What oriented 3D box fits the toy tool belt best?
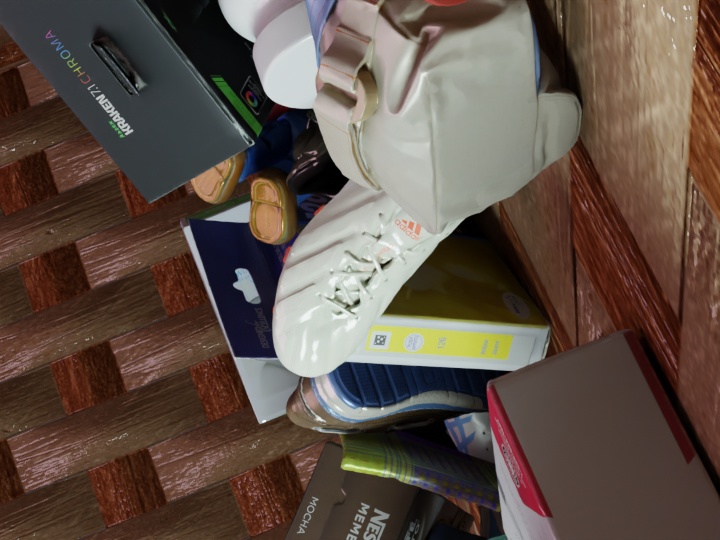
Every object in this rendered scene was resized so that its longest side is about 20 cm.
[{"bbox_3d":[0.021,-0.118,0.778,0.123,0.124,0.200,56,169,33],"label":"toy tool belt"}]

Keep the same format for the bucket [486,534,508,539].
[{"bbox_3d":[0.109,0.265,1.062,0.135,0.206,0.208,98,152,-60],"label":"bucket"}]

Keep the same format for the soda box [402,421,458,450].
[{"bbox_3d":[0.047,0.057,1.383,0.063,0.070,0.202,-116,19,-70],"label":"soda box"}]

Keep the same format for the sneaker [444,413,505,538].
[{"bbox_3d":[0.116,0.151,1.357,0.072,0.072,0.201,9,121,53],"label":"sneaker"}]

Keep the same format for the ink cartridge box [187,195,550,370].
[{"bbox_3d":[0.000,0.000,1.161,0.198,0.199,0.047,-118,39,-59],"label":"ink cartridge box"}]

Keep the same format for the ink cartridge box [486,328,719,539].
[{"bbox_3d":[0.132,0.145,0.909,0.200,0.083,0.146,75,172,-61],"label":"ink cartridge box"}]

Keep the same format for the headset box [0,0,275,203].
[{"bbox_3d":[-0.127,-0.168,1.100,0.174,0.092,0.200,52,-148,-21],"label":"headset box"}]

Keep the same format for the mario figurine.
[{"bbox_3d":[-0.023,-0.071,1.195,0.106,0.200,0.124,-25,94,45],"label":"mario figurine"}]

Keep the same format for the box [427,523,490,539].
[{"bbox_3d":[0.082,0.298,1.221,0.148,0.200,0.107,12,140,30],"label":"box"}]

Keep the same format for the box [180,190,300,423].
[{"bbox_3d":[-0.028,0.004,1.473,0.097,0.199,0.178,-143,32,-80],"label":"box"}]

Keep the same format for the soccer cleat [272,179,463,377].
[{"bbox_3d":[0.014,-0.022,1.006,0.069,0.201,0.078,25,-171,-34],"label":"soccer cleat"}]

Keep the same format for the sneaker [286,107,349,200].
[{"bbox_3d":[-0.005,-0.114,1.106,0.076,0.113,0.200,110,143,-53],"label":"sneaker"}]

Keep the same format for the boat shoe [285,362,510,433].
[{"bbox_3d":[0.032,0.071,1.188,0.072,0.199,0.073,-32,66,42],"label":"boat shoe"}]

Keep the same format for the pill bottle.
[{"bbox_3d":[-0.039,-0.205,1.045,0.116,0.115,0.201,79,174,-68],"label":"pill bottle"}]

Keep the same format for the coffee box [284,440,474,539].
[{"bbox_3d":[0.012,0.208,1.312,0.079,0.114,0.200,21,172,19],"label":"coffee box"}]

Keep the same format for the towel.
[{"bbox_3d":[0.075,0.146,1.208,0.144,0.199,0.023,-132,62,-82],"label":"towel"}]
